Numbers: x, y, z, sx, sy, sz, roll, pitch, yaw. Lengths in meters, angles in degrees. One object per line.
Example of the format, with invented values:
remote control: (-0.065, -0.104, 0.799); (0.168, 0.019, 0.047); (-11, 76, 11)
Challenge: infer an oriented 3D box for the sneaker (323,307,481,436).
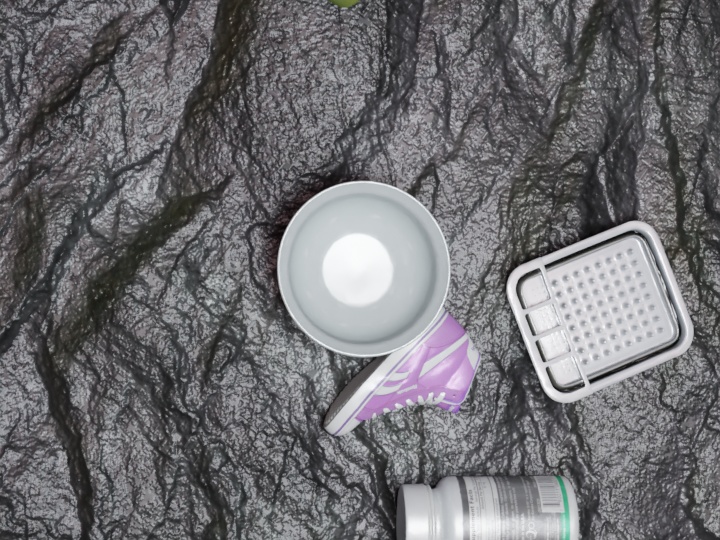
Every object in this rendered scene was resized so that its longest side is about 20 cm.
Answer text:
sneaker: (0.057, 0.145, 1.705); (0.200, 0.073, 0.114); (-42, 99, -3)

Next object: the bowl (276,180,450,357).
bowl: (0.000, 0.000, 1.693); (0.199, 0.090, 0.204); (0, 87, -6)

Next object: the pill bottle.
pill bottle: (0.144, 0.295, 1.686); (0.198, 0.113, 0.114); (0, 88, -5)

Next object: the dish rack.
dish rack: (0.283, 0.049, 1.744); (0.198, 0.044, 0.173); (-22, 89, -6)

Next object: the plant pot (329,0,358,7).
plant pot: (-0.050, -0.406, 1.668); (0.189, 0.200, 0.201); (38, 85, -14)
